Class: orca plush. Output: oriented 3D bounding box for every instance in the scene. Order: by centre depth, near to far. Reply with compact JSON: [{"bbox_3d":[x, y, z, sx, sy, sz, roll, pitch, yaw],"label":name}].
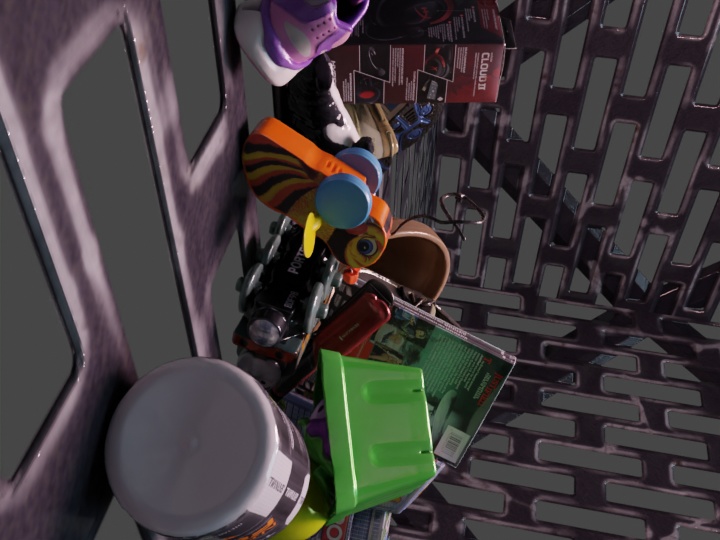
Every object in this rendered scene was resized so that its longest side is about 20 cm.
[{"bbox_3d":[-0.044,-0.131,0.770,0.071,0.105,0.200,-45,177,-10],"label":"orca plush"}]

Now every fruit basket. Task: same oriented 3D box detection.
[{"bbox_3d":[-0.044,0.169,0.737,0.216,0.214,0.157,77,6,-70],"label":"fruit basket"}]

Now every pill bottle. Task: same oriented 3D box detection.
[{"bbox_3d":[-0.092,0.134,0.562,0.200,0.105,0.107,77,23,-69],"label":"pill bottle"}]

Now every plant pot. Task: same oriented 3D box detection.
[{"bbox_3d":[0.000,0.000,0.987,0.093,0.200,0.202,57,-20,36],"label":"plant pot"}]

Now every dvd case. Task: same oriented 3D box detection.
[{"bbox_3d":[0.043,0.107,0.863,0.147,0.199,0.022,-67,174,24],"label":"dvd case"}]

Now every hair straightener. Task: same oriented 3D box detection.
[{"bbox_3d":[-0.038,0.080,0.822,0.200,0.041,0.077,-48,-172,25],"label":"hair straightener"}]

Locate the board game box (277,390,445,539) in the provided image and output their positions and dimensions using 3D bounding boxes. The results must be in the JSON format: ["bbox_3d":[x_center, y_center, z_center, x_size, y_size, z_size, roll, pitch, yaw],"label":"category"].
[{"bbox_3d":[-0.017,0.238,0.864,0.062,0.198,0.202,47,53,-76],"label":"board game box"}]

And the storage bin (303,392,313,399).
[{"bbox_3d":[0.014,0.177,1.015,0.094,0.199,0.199,52,22,-11],"label":"storage bin"}]

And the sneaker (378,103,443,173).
[{"bbox_3d":[0.026,-0.183,1.006,0.200,0.075,0.078,-36,-117,46],"label":"sneaker"}]

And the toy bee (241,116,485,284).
[{"bbox_3d":[-0.016,-0.041,0.693,0.131,0.199,0.109,-34,155,-52],"label":"toy bee"}]

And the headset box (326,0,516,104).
[{"bbox_3d":[0.059,-0.245,0.835,0.075,0.198,0.149,89,0,-51],"label":"headset box"}]

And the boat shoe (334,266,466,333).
[{"bbox_3d":[0.059,0.054,0.908,0.066,0.200,0.072,-16,-135,48],"label":"boat shoe"}]

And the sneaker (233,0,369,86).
[{"bbox_3d":[-0.027,-0.231,0.646,0.081,0.088,0.201,49,40,-36],"label":"sneaker"}]

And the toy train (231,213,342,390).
[{"bbox_3d":[-0.065,0.025,0.765,0.200,0.085,0.115,-70,175,-57],"label":"toy train"}]

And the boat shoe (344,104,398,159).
[{"bbox_3d":[0.002,-0.195,0.947,0.201,0.063,0.074,-97,-175,-49],"label":"boat shoe"}]
